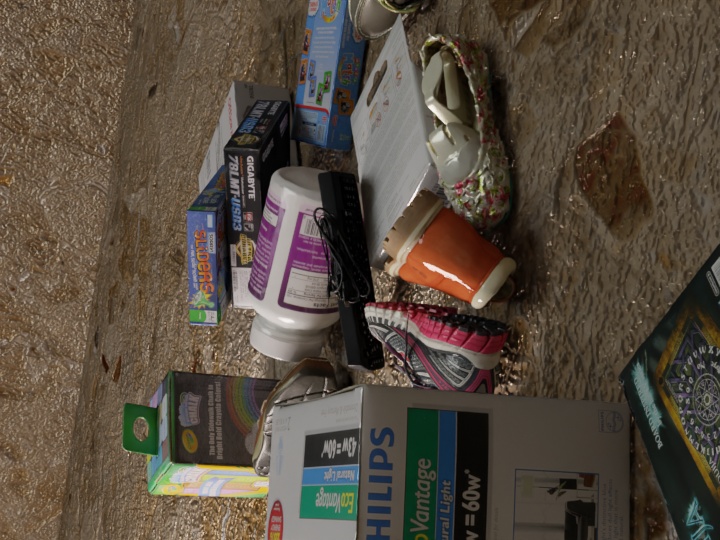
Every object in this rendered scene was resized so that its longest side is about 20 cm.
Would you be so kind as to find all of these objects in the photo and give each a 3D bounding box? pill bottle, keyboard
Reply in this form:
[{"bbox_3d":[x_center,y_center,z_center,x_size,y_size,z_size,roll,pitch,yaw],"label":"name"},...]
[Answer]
[{"bbox_3d":[-0.063,-0.005,1.394,0.112,0.112,0.200,-127,48,-62],"label":"pill bottle"},{"bbox_3d":[0.000,0.000,1.240,0.040,0.104,0.200,-11,88,25],"label":"keyboard"}]

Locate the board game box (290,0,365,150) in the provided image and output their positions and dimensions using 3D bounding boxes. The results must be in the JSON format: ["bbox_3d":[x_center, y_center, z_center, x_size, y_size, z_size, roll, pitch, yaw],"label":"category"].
[{"bbox_3d":[-0.036,-0.249,1.505,0.151,0.037,0.200,-152,69,-69],"label":"board game box"}]

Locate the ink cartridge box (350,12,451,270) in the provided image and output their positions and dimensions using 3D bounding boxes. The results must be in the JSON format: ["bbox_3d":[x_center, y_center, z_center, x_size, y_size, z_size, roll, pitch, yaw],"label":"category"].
[{"bbox_3d":[0.045,-0.125,1.238,0.163,0.057,0.200,120,154,-48],"label":"ink cartridge box"}]

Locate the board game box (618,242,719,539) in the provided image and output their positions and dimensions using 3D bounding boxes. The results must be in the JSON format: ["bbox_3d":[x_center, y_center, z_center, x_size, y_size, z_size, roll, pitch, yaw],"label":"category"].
[{"bbox_3d":[0.217,0.100,0.722,0.135,0.028,0.200,117,151,-44],"label":"board game box"}]

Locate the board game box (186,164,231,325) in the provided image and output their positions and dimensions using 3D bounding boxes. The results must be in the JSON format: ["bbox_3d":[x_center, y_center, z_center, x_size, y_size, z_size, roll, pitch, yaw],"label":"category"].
[{"bbox_3d":[-0.165,-0.035,1.480,0.200,0.034,0.136,-75,-13,-69],"label":"board game box"}]

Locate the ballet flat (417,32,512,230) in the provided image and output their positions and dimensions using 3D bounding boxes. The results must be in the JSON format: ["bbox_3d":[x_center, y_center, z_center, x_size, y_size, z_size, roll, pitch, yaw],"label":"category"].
[{"bbox_3d":[0.082,-0.125,1.094,0.076,0.064,0.200,-35,48,36],"label":"ballet flat"}]

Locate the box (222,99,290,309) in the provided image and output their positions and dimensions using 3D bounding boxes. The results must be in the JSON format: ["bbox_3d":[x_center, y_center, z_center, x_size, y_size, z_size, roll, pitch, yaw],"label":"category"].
[{"bbox_3d":[-0.119,-0.083,1.509,0.200,0.050,0.199,-76,-12,-66],"label":"box"}]

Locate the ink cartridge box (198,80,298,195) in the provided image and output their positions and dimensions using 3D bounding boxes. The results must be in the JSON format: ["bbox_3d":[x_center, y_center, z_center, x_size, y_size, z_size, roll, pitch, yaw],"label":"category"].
[{"bbox_3d":[-0.157,-0.138,1.727,0.200,0.084,0.145,119,150,-47],"label":"ink cartridge box"}]

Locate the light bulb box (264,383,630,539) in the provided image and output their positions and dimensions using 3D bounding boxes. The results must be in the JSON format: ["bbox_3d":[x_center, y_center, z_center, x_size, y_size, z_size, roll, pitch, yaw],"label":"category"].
[{"bbox_3d":[0.055,0.155,0.896,0.198,0.200,0.125,155,119,-66],"label":"light bulb box"}]

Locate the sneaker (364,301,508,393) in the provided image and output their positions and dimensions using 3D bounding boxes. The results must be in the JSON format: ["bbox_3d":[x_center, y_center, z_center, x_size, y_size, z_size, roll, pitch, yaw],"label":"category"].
[{"bbox_3d":[0.056,0.069,1.096,0.200,0.081,0.075,-160,76,-69],"label":"sneaker"}]

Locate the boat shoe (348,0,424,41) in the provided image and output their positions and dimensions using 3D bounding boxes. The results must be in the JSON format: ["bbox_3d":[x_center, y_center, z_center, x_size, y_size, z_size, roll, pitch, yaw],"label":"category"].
[{"bbox_3d":[0.042,-0.296,1.260,0.202,0.072,0.060,128,148,-48],"label":"boat shoe"}]

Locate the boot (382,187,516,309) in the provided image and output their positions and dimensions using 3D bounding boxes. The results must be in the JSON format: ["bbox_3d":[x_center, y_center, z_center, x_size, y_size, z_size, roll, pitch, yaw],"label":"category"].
[{"bbox_3d":[0.080,-0.004,1.061,0.075,0.107,0.200,-55,-6,1],"label":"boot"}]

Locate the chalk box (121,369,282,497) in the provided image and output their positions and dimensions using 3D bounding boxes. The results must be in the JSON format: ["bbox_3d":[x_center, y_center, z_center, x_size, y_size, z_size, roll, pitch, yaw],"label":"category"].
[{"bbox_3d":[-0.200,0.205,1.569,0.124,0.200,0.125,129,143,-55],"label":"chalk box"}]

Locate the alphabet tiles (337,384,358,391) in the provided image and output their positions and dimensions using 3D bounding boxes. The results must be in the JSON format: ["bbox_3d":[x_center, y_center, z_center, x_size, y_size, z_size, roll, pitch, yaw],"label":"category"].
[{"bbox_3d":[-0.022,0.226,1.364,0.166,0.006,0.200,154,121,-67],"label":"alphabet tiles"}]

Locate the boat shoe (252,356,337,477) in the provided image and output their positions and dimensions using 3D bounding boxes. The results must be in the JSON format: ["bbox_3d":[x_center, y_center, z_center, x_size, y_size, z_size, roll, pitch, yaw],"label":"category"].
[{"bbox_3d":[-0.082,0.158,1.433,0.200,0.076,0.074,118,155,-43],"label":"boat shoe"}]
